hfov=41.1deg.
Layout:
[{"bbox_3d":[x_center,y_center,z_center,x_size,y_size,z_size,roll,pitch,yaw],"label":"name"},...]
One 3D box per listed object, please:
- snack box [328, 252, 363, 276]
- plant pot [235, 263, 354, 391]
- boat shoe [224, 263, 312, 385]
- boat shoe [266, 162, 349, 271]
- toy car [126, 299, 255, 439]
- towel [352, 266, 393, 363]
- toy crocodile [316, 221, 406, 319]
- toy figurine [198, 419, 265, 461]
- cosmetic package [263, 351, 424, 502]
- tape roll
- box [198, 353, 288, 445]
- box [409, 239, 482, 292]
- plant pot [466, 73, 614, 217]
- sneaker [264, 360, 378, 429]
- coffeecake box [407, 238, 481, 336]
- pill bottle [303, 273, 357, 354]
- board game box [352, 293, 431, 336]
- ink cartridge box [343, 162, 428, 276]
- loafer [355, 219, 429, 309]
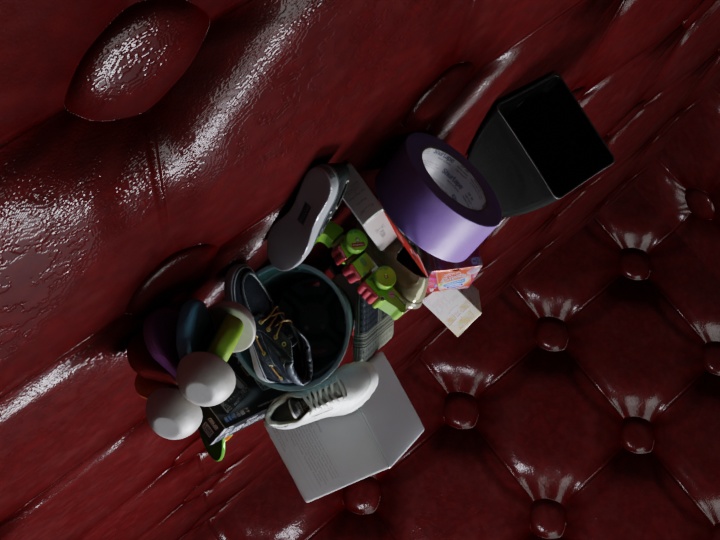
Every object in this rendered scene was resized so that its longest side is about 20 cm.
[{"bbox_3d":[0.034,-0.052,1.828,0.199,0.037,0.116,-42,167,4],"label":"snack box"},{"bbox_3d":[-0.096,0.087,1.608,0.200,0.201,0.196,-42,174,8],"label":"plant pot"},{"bbox_3d":[-0.132,0.081,1.444,0.090,0.203,0.071,2,-148,38],"label":"boat shoe"},{"bbox_3d":[-0.073,-0.076,1.393,0.056,0.069,0.201,-26,158,-47],"label":"boat shoe"},{"bbox_3d":[-0.250,0.119,1.359,0.200,0.149,0.176,-44,-164,33],"label":"toy car"},{"bbox_3d":[0.024,0.054,1.734,0.200,0.034,0.197,-28,122,-70],"label":"towel"},{"bbox_3d":[0.000,0.000,1.564,0.062,0.201,0.067,-40,-178,-31],"label":"toy crocodile"},{"bbox_3d":[-0.199,0.239,1.785,0.181,0.151,0.202,-13,139,-27],"label":"toy figurine"},{"bbox_3d":[-0.029,0.277,1.710,0.198,0.168,0.167,-29,180,29],"label":"cosmetic package"},{"bbox_3d":[0.124,-0.117,1.520,0.085,0.201,0.199,-47,165,29],"label":"tape roll"},{"bbox_3d":[-0.225,0.189,1.611,0.050,0.158,0.199,-45,165,27],"label":"box"},{"bbox_3d":[0.137,-0.074,1.662,0.093,0.204,0.100,-6,159,-11],"label":"box"},{"bbox_3d":[0.319,-0.215,1.810,0.199,0.201,0.177,-30,175,-35],"label":"plant pot"},{"bbox_3d":[-0.062,0.208,1.561,0.197,0.077,0.080,-27,170,10],"label":"sneaker"},{"bbox_3d":[0.147,0.017,1.921,0.073,0.200,0.154,-44,-172,14],"label":"coffeecake box"},{"bbox_3d":[-0.083,0.099,1.778,0.199,0.114,0.112,-39,168,26],"label":"pill bottle"},{"bbox_3d":[0.039,0.054,1.864,0.199,0.103,0.020,-38,-168,27],"label":"board game box"},{"bbox_3d":[0.031,-0.063,1.485,0.043,0.175,0.200,-35,167,1],"label":"ink cartridge box"},{"bbox_3d":[0.061,-0.029,1.626,0.075,0.202,0.068,1,139,-49],"label":"loafer"}]
